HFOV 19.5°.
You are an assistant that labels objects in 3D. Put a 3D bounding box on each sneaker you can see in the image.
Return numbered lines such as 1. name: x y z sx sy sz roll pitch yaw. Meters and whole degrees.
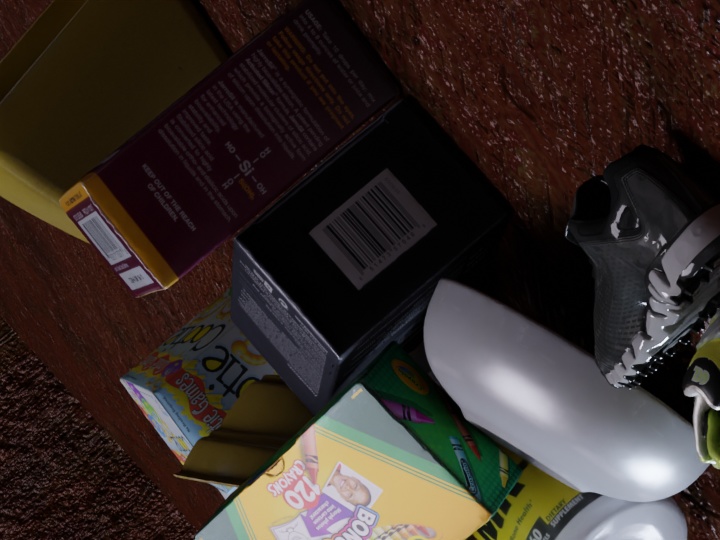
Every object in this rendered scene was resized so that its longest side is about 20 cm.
1. sneaker: 0.209 0.085 1.101 0.075 0.076 0.201 33 159 44
2. sneaker: 0.146 -0.006 1.099 0.091 0.066 0.200 49 162 15

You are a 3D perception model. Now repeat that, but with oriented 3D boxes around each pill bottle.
1. pill bottle: 0.120 0.143 1.421 0.200 0.114 0.115 44 166 47

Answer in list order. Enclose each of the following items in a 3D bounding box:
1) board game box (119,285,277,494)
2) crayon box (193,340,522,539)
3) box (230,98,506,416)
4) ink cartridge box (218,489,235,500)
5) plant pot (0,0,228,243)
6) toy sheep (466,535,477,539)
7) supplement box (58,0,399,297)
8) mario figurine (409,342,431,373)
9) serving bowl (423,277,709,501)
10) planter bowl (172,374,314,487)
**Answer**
1. board game box: -0.074 0.067 1.663 0.103 0.200 0.105 54 165 -16
2. crayon box: -0.004 0.152 1.354 0.119 0.058 0.200 45 126 -1
3. box: 0.000 0.000 1.380 0.104 0.148 0.200 48 165 9
4. ink cartridge box: -0.048 0.162 1.855 0.201 0.146 0.145 59 -177 -34
5. plant pot: -0.191 -0.114 1.622 0.176 0.200 0.200 43 168 -16
6. toy sheep: 0.047 0.250 1.462 0.201 0.137 0.138 60 170 24
7. supplement box: -0.085 -0.079 1.336 0.086 0.200 0.110 51 165 -8
8. mario figurine: 0.063 0.087 1.603 0.200 0.106 0.123 44 133 -13
9. serving bowl: 0.116 0.085 1.278 0.199 0.066 0.200 32 176 2
10. planter bowl: -0.032 0.122 1.518 0.198 0.084 0.200 7 175 1
